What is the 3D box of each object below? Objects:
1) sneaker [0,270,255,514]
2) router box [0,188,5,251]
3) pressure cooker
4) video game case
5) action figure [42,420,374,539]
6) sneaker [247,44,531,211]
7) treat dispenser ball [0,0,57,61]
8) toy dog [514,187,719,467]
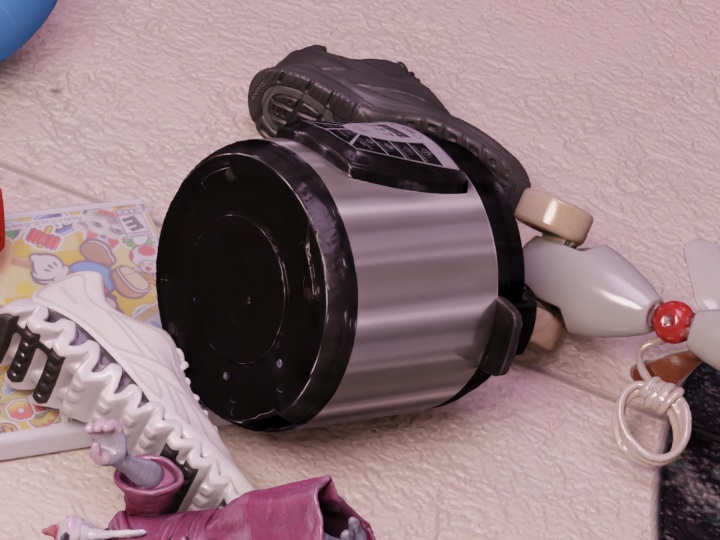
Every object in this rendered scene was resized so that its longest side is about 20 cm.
[{"bbox_3d":[-0.120,0.078,1.544,0.200,0.075,0.081,45,47,6],"label":"sneaker"},{"bbox_3d":[-0.337,-0.008,1.566,0.199,0.049,0.180,16,41,16],"label":"router box"},{"bbox_3d":[-0.001,0.002,1.602,0.199,0.178,0.177,-5,72,-41],"label":"pressure cooker"},{"bbox_3d":[-0.195,0.034,1.620,0.199,0.023,0.182,-7,48,-26],"label":"video game case"},{"bbox_3d":[-0.083,0.152,1.466,0.199,0.135,0.149,4,-1,24],"label":"action figure"},{"bbox_3d":[0.028,-0.101,1.804,0.200,0.076,0.091,28,37,7],"label":"sneaker"},{"bbox_3d":[-0.283,-0.221,1.724,0.200,0.201,0.201,10,43,-9],"label":"treat dispenser ball"},{"bbox_3d":[0.174,0.027,1.706,0.200,0.132,0.096,43,9,19],"label":"toy dog"}]
